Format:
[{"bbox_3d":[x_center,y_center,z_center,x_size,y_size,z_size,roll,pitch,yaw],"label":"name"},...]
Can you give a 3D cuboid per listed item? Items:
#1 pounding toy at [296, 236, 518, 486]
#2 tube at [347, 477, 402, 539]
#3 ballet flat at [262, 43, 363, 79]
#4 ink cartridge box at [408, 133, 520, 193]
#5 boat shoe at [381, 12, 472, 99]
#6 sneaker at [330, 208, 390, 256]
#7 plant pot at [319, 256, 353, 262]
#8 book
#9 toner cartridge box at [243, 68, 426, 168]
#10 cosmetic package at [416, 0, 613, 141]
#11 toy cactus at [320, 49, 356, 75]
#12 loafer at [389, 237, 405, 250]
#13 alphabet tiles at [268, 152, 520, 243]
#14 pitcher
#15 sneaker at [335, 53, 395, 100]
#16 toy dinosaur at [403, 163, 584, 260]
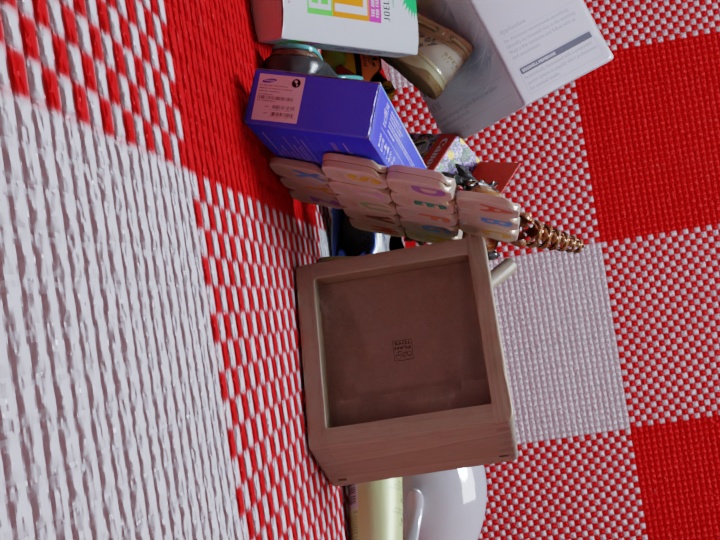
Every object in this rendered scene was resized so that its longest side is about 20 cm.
[{"bbox_3d":[0.052,0.063,0.940,0.142,0.182,0.202,71,11,-62],"label":"pounding toy"},{"bbox_3d":[0.016,0.260,0.984,0.058,0.052,0.202,17,61,-38],"label":"tube"},{"bbox_3d":[-0.041,-0.146,0.980,0.200,0.067,0.069,-4,95,-74],"label":"ballet flat"},{"bbox_3d":[0.070,-0.095,1.240,0.050,0.109,0.199,44,-18,-31],"label":"ink cartridge box"},{"bbox_3d":[0.041,-0.247,1.159,0.200,0.063,0.073,49,4,38],"label":"boat shoe"},{"bbox_3d":[0.000,0.000,1.194,0.088,0.075,0.202,-46,127,-61],"label":"sneaker"},{"bbox_3d":[0.047,0.076,1.085,0.200,0.141,0.202,-8,90,-84],"label":"plant pot"},{"bbox_3d":[-0.021,-0.255,0.966,0.199,0.048,0.135,-10,97,-54],"label":"book"},{"bbox_3d":[-0.013,-0.095,0.872,0.200,0.094,0.044,45,57,-73],"label":"toner cartridge box"},{"bbox_3d":[0.127,-0.260,1.183,0.201,0.122,0.199,62,-18,-3],"label":"cosmetic package"},{"bbox_3d":[-0.046,-0.284,1.094,0.201,0.102,0.166,70,-6,-53],"label":"toy cactus"},{"bbox_3d":[0.047,0.038,1.277,0.073,0.071,0.201,-7,63,-44],"label":"loafer"},{"bbox_3d":[0.029,-0.052,0.896,0.200,0.194,0.015,59,43,-77],"label":"alphabet tiles"},{"bbox_3d":[0.061,0.255,1.119,0.172,0.120,0.202,50,43,-73],"label":"pitcher"},{"bbox_3d":[-0.002,-0.178,1.251,0.200,0.089,0.071,65,17,-69],"label":"sneaker"},{"bbox_3d":[0.099,-0.042,1.041,0.103,0.199,0.136,-55,179,-1],"label":"toy dinosaur"}]
